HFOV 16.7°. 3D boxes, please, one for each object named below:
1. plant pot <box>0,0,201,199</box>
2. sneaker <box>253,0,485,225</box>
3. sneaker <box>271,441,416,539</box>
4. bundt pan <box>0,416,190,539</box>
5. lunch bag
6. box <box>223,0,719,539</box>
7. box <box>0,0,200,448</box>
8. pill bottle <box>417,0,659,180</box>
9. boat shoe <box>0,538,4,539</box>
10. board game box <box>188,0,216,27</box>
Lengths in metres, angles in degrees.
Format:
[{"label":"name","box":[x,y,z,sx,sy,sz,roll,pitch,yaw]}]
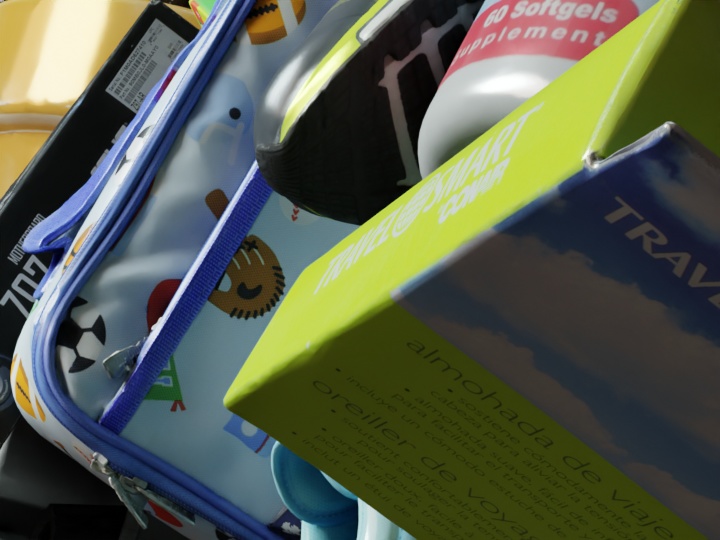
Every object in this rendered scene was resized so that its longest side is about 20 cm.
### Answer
[{"label":"plant pot","box":[-0.098,0.004,1.081,0.200,0.199,0.185,151,135,-67]},{"label":"sneaker","box":[0.025,-0.083,0.695,0.080,0.074,0.200,10,42,34]},{"label":"sneaker","box":[0.023,0.049,0.668,0.074,0.082,0.201,-38,22,56]},{"label":"bundt pan","box":[-0.081,0.108,0.877,0.202,0.075,0.203,129,150,-46]},{"label":"lunch bag","box":[-0.011,-0.002,0.755,0.201,0.160,0.076,-59,11,-14]},{"label":"box","box":[0.062,0.021,0.476,0.048,0.122,0.200,-60,12,-25]},{"label":"box","box":[-0.129,0.017,0.860,0.160,0.043,0.201,-43,13,50]},{"label":"pill bottle","box":[0.102,-0.086,0.636,0.201,0.108,0.109,-62,13,-24]},{"label":"boat shoe","box":[-0.163,0.155,0.844,0.202,0.070,0.072,-65,28,30]},{"label":"board game box","box":[0.036,-0.127,0.945,0.199,0.048,0.102,-29,15,-3]}]
